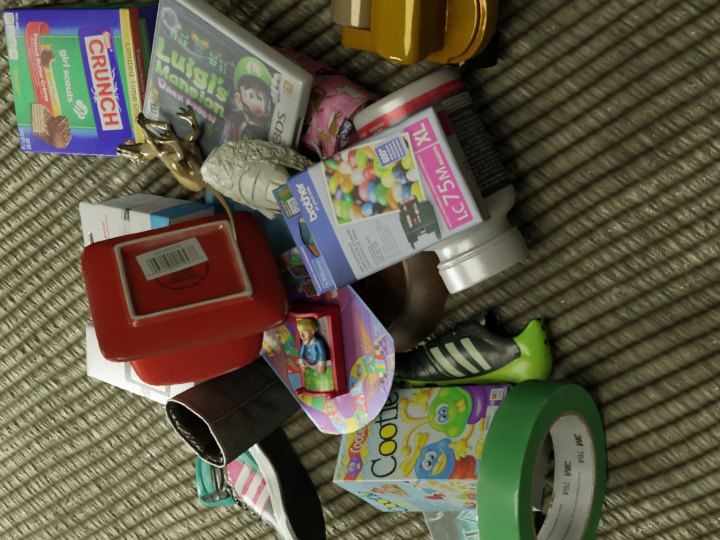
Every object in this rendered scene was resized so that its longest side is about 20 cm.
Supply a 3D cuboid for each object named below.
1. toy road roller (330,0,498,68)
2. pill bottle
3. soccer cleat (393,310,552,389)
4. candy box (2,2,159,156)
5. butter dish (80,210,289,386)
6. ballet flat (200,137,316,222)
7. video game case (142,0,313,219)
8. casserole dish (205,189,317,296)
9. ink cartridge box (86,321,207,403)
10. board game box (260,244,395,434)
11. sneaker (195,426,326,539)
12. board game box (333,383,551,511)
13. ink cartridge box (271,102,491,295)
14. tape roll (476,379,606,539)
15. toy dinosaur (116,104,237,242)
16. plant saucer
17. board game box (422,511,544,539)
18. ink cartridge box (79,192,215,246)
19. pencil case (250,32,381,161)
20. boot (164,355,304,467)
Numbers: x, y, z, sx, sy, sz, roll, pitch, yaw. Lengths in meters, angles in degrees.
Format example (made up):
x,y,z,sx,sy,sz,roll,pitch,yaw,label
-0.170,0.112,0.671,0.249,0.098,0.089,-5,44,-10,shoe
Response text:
x,y,z,sx,sy,sz,roll,pitch,yaw,label
0.040,-0.262,1.552,0.198,0.146,0.125,16,114,29,toy road roller
0.085,-0.087,1.596,0.119,0.119,0.202,-26,91,37,pill bottle
0.109,0.084,1.682,0.198,0.067,0.082,-3,90,31,soccer cleat
-0.306,-0.219,1.845,0.198,0.077,0.172,5,108,32,candy box
-0.180,0.053,1.702,0.200,0.197,0.149,-113,13,-48,butter dish
-0.062,-0.081,1.629,0.072,0.198,0.073,-165,90,-69,ballet flat
-0.144,-0.176,1.681,0.199,0.023,0.183,36,134,22,video game case
-0.098,-0.055,1.757,0.199,0.038,0.123,35,121,41,casserole dish
-0.203,0.100,1.850,0.198,0.116,0.069,17,116,28,ink cartridge box
-0.053,0.078,1.677,0.201,0.039,0.159,51,128,21,board game box
-0.128,0.261,1.882,0.120,0.083,0.202,-32,79,32,sneaker
0.086,0.186,1.677,0.198,0.105,0.104,-6,62,35,board game box
0.013,-0.063,1.543,0.198,0.042,0.121,-24,91,24,ink cartridge box
0.181,0.210,1.584,0.048,0.200,0.203,3,108,33,tape roll
-0.185,-0.118,1.714,0.199,0.058,0.102,32,149,34,toy dinosaur
0.000,0.000,1.738,0.198,0.037,0.203,11,112,30,plant saucer
0.146,0.304,1.747,0.134,0.028,0.202,-18,96,36,board game box
-0.241,-0.023,1.855,0.199,0.067,0.118,12,113,49,ink cartridge box
-0.072,-0.181,1.693,0.199,0.086,0.084,29,127,26,pencil case
-0.087,0.157,1.747,0.181,0.199,0.073,31,120,21,boot
